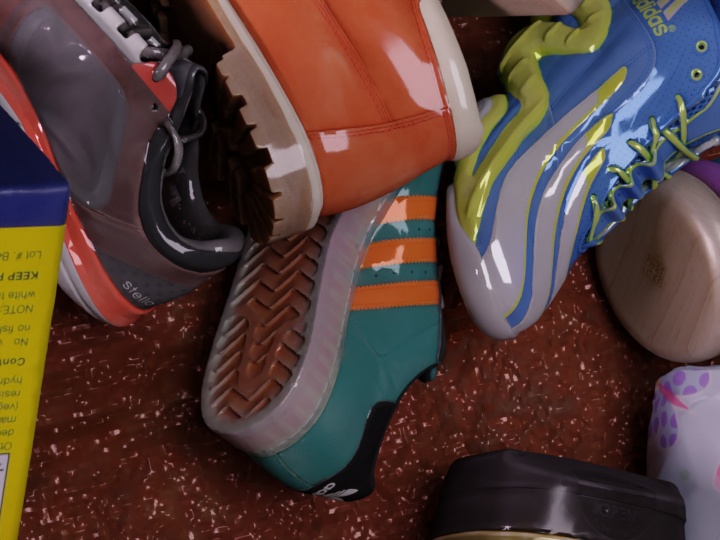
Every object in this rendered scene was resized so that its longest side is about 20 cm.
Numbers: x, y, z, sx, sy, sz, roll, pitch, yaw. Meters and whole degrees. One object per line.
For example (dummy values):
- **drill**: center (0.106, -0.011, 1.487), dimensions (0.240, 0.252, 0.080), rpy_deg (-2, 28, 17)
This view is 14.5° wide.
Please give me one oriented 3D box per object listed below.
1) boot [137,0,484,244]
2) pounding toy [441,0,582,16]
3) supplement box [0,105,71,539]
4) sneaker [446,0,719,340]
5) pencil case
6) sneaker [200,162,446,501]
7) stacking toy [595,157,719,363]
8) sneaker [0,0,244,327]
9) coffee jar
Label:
- **boot**: center (-0.028, -0.112, 1.111), dimensions (0.107, 0.075, 0.201), rpy_deg (-19, 70, -18)
- **pounding toy**: center (0.045, -0.191, 1.142), dimensions (0.200, 0.184, 0.142), rpy_deg (41, 78, -22)
- **supplement box**: center (-0.179, 0.041, 0.954), dimensions (0.108, 0.110, 0.201), rpy_deg (-1, 116, -29)
- **sneaker**: center (0.104, -0.060, 1.161), dimensions (0.076, 0.105, 0.201), rpy_deg (56, 41, -43)
- **pencil case**: center (0.164, 0.138, 1.195), dimensions (0.090, 0.083, 0.201), rpy_deg (8, 77, -26)
- **sneaker**: center (0.000, 0.000, 1.144), dimensions (0.080, 0.071, 0.201), rpy_deg (44, 56, -38)
- **stacking toy**: center (0.201, -0.027, 1.252), dimensions (0.200, 0.085, 0.086), rpy_deg (-20, 91, -35)
- **sneaker**: center (-0.097, -0.082, 1.077), dimensions (0.201, 0.082, 0.077), rpy_deg (68, 26, -11)
- **coffee jar**: center (0.074, 0.175, 1.137), dimensions (0.104, 0.085, 0.201), rpy_deg (12, 75, -28)
